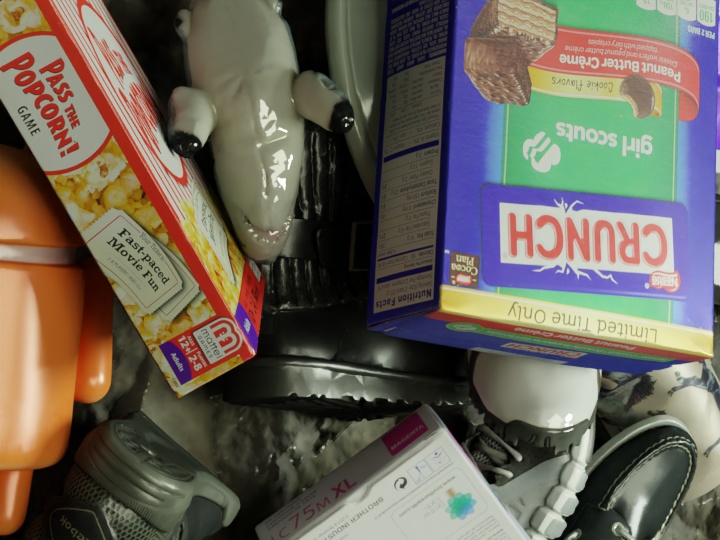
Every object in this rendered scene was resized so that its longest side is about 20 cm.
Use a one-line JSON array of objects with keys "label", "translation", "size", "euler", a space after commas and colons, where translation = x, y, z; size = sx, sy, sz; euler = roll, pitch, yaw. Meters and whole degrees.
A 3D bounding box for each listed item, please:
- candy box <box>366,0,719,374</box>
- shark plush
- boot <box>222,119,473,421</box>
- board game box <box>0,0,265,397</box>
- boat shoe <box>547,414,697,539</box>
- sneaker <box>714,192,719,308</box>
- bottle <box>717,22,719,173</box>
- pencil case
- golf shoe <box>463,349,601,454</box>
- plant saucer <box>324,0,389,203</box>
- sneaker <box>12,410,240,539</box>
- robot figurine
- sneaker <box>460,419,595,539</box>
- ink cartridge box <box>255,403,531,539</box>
[{"label": "candy box", "translation": [0.097, -0.057, 1.286], "size": [0.169, 0.077, 0.201], "euler": [10, 77, -28]}, {"label": "shark plush", "translation": [-0.073, -0.104, 1.273], "size": [0.091, 0.200, 0.083], "euler": [-20, 151, -11]}, {"label": "boot", "translation": [0.002, 0.000, 1.374], "size": [0.211, 0.079, 0.158], "euler": [11, 74, -53]}, {"label": "board game box", "translation": [-0.116, -0.052, 1.200], "size": [0.046, 0.152, 0.200], "euler": [-29, 102, 6]}, {"label": "boat shoe", "translation": [0.141, 0.178, 1.479], "size": [0.076, 0.060, 0.200], "euler": [32, 95, -30]}, {"label": "sneaker", "translation": [0.263, -0.008, 1.572], "size": [0.200, 0.106, 0.075], "euler": [14, 86, -40]}, {"label": "bottle", "translation": [0.211, -0.162, 1.538], "size": [0.083, 0.065, 0.201], "euler": [4, 92, -39]}, {"label": "pencil case", "translation": [0.164, 0.059, 1.517], "size": [0.200, 0.089, 0.078], "euler": [55, 29, -30]}, {"label": "golf shoe", "translation": [0.103, 0.006, 1.362], "size": [0.078, 0.095, 0.200], "euler": [9, 47, -4]}, {"label": "plant saucer", "translation": [0.049, -0.104, 1.366], "size": [0.200, 0.050, 0.201], "euler": [33, 52, -54]}, {"label": "sneaker", "translation": [-0.125, 0.134, 1.255], "size": [0.076, 0.199, 0.114], "euler": [40, 93, 6]}, {"label": "robot figurine", "translation": [-0.190, 0.025, 1.193], "size": [0.143, 0.117, 0.201], "euler": [5, 92, -4]}, {"label": "sneaker", "translation": [0.053, 0.135, 1.422], "size": [0.115, 0.075, 0.200], "euler": [20, 94, -34]}, {"label": "ink cartridge box", "translation": [0.044, 0.181, 1.380], "size": [0.119, 0.042, 0.200], "euler": [-36, 117, 1]}]
